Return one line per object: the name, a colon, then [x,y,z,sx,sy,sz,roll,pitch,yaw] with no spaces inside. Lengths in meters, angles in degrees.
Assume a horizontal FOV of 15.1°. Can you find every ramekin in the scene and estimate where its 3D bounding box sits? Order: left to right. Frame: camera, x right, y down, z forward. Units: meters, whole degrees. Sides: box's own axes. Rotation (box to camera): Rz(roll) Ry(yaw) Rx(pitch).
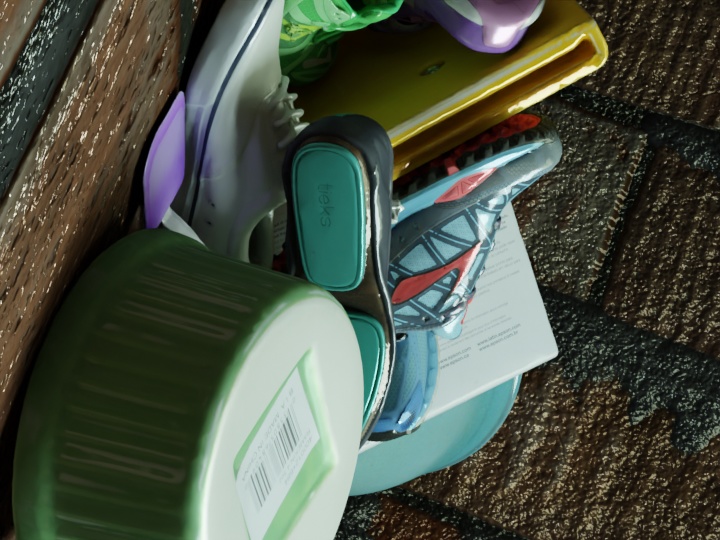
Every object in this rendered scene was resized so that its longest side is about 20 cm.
ramekin: [-0.078,0.086,1.349,0.200,0.097,0.201,-39,135,-54]

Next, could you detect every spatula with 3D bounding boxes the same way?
spatula: [-0.085,-0.002,1.433,0.057,0.020,0.201,-64,149,-42]

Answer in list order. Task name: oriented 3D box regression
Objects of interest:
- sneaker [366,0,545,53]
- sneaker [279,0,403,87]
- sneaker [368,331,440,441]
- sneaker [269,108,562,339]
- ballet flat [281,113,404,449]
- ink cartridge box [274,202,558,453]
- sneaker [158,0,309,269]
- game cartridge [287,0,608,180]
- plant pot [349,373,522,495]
sneaker: [0.034,-0.165,1.526,0.200,0.080,0.089,52,-51,47]
sneaker: [-0.019,-0.147,1.468,0.200,0.083,0.074,99,13,-69]
sneaker: [0.000,0.000,1.581,0.090,0.078,0.201,61,24,-74]
sneaker: [0.038,-0.012,1.510,0.200,0.096,0.079,-34,-162,15]
ballet flat: [-0.010,0.007,1.437,0.073,0.073,0.201,-60,155,-60]
ink cartridge box: [0.014,-0.005,1.688,0.196,0.201,0.043,-23,-173,-34]
sneaker: [-0.056,-0.075,1.439,0.200,0.071,0.073,106,7,-46]
game cartridge: [0.037,-0.117,1.549,0.176,0.033,0.200,-28,-158,1]
plant pot: [-0.018,0.064,1.803,0.188,0.199,0.201,-27,140,-61]
